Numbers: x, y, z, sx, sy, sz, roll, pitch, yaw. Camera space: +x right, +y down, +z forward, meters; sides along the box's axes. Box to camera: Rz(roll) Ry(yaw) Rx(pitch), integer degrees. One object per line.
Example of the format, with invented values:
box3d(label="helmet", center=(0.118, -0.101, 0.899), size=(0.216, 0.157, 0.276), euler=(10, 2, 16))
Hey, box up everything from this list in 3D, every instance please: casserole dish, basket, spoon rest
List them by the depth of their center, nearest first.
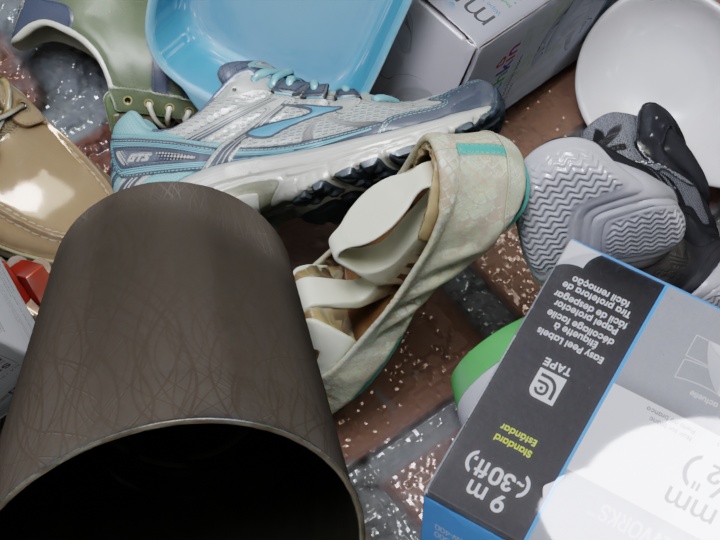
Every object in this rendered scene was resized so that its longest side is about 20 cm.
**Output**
box3d(label="basket", center=(-0.083, 0.063, 0.793), size=(0.136, 0.180, 0.201), euler=(39, 23, -25))
box3d(label="casserole dish", center=(-0.030, -0.152, 0.916), size=(0.120, 0.201, 0.039), euler=(26, 38, 0))
box3d(label="spoon rest", center=(0.206, -0.075, 1.015), size=(0.199, 0.100, 0.061), euler=(33, 19, 8))

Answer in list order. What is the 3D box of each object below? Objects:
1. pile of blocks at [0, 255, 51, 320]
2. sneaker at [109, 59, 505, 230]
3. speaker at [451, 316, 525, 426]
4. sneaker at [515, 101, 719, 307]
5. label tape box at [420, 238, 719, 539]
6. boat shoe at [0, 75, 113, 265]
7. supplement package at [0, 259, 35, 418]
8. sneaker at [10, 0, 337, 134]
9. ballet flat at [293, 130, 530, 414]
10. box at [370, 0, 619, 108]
box3d(label="pile of blocks", center=(-0.150, 0.030, 0.927), size=(0.198, 0.062, 0.083), euler=(12, 61, 0))
box3d(label="sneaker", center=(-0.031, -0.067, 0.905), size=(0.198, 0.078, 0.087), euler=(-16, 75, 6))
box3d(label="speaker", center=(0.119, 0.120, 0.897), size=(0.088, 0.089, 0.201), euler=(-21, 66, -17))
box3d(label="sneaker", center=(0.123, -0.038, 0.941), size=(0.075, 0.200, 0.114), euler=(-30, 54, 20))
box3d(label="label tape box", center=(0.109, 0.107, 0.822), size=(0.143, 0.066, 0.201), euler=(26, 75, 22))
box3d(label="boat shoe", center=(-0.202, -0.070, 0.973), size=(0.199, 0.065, 0.071), euler=(31, 63, 10))
box3d(label="supplement package", center=(-0.262, 0.000, 0.872), size=(0.155, 0.111, 0.201), euler=(-35, 68, 6))
box3d(label="sneaker", center=(-0.097, -0.100, 1.009), size=(0.200, 0.067, 0.090), euler=(36, 83, 4))
box3d(label="ballet flat", center=(0.000, 0.000, 0.886), size=(0.062, 0.200, 0.068), euler=(7, 48, -38))
box3d(label="box", center=(0.032, -0.186, 1.025), size=(0.200, 0.097, 0.176), euler=(42, 53, 15))
